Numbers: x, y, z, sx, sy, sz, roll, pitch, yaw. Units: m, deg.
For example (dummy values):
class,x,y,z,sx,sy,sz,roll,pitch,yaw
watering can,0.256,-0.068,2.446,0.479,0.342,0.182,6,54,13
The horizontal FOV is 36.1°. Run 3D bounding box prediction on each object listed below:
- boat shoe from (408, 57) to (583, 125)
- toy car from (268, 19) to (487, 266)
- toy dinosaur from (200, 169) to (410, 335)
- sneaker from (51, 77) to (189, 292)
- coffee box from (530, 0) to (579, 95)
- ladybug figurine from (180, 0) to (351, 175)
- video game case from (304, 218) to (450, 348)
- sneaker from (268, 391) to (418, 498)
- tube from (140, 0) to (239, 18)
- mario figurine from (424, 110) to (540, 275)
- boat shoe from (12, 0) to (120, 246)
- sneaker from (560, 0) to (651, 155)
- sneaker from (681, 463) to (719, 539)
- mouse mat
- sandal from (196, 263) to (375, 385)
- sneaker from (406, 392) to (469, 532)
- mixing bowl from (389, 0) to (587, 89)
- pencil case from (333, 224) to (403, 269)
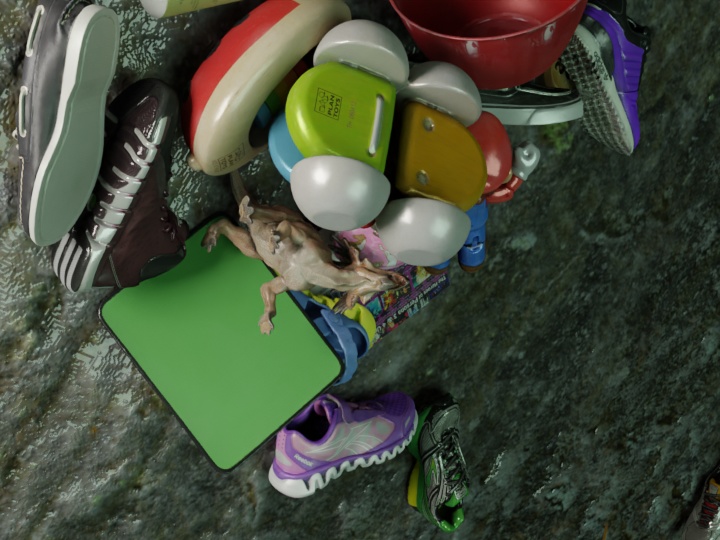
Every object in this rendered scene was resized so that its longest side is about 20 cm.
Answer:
class,x,y,z,sx,sy,sz,roll,pitch,yaw
boat shoe,0.132,-0.185,1.121,0.196,0.071,0.065,3,107,-4
toy car,0.007,-0.100,0.959,0.198,0.149,0.178,21,67,-31
toy dinosaur,-0.060,-0.022,1.039,0.134,0.200,0.086,-10,141,-49
sneaker,-0.185,-0.069,0.972,0.115,0.076,0.202,8,119,-49
coffee box,0.205,-0.283,1.172,0.112,0.080,0.203,-19,127,-31
ladybug figurine,-0.089,-0.169,0.967,0.200,0.072,0.136,-49,168,-16
video game case,0.000,0.000,1.193,0.199,0.036,0.183,-37,132,-19
sneaker,-0.018,0.178,1.260,0.198,0.080,0.090,-22,120,-29
tube,-0.096,-0.262,0.944,0.198,0.058,0.053,-24,85,-35
mario figurine,0.106,-0.090,1.129,0.123,0.106,0.202,-35,154,-29
boat shoe,-0.246,-0.121,0.886,0.074,0.060,0.203,-32,142,-61
sneaker,0.275,-0.211,1.170,0.100,0.069,0.201,-47,138,-12
sneaker,0.633,0.416,1.986,0.202,0.077,0.082,-57,134,-12
mouse mat,-0.129,0.066,1.040,0.160,0.008,0.201,-38,90,-16
sandal,-0.072,0.055,1.088,0.197,0.088,0.080,17,127,-17
sneaker,0.110,0.243,1.402,0.077,0.085,0.203,-24,128,-28
mixing bowl,0.129,-0.246,1.053,0.199,0.200,0.109,-38,143,-17
pencil case,0.006,-0.098,1.078,0.082,0.085,0.204,-31,120,-49
